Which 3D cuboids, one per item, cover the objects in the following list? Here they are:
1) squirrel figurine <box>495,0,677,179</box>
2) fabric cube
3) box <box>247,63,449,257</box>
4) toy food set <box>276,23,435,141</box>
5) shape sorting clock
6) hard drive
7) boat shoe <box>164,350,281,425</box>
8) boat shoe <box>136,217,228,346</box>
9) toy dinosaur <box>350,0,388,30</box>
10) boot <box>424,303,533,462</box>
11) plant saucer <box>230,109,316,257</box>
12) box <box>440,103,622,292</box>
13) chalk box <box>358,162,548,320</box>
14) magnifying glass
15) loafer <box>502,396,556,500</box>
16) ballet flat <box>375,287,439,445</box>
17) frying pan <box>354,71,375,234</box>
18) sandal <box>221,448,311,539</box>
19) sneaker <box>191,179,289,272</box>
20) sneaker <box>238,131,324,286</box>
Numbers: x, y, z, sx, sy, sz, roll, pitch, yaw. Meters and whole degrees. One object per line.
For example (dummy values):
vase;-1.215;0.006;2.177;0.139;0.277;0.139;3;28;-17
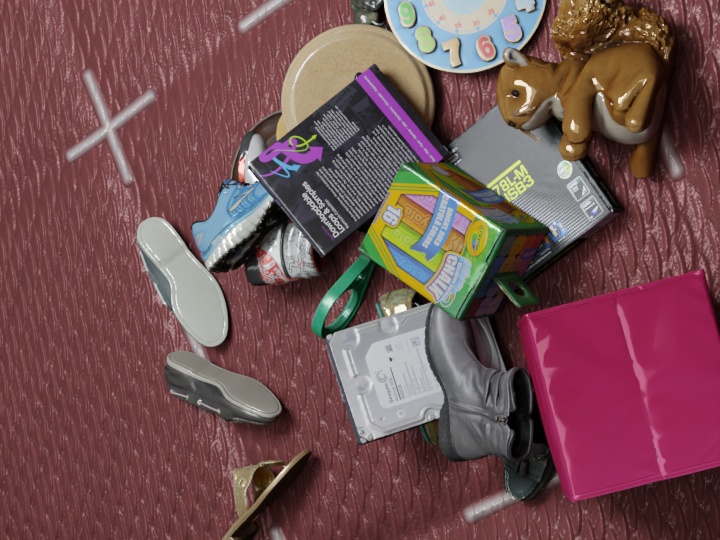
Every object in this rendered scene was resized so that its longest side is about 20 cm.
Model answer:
squirrel figurine;0.254;-0.223;1.585;0.186;0.142;0.201;13;80;20
fabric cube;0.291;0.124;1.510;0.199;0.196;0.200;-14;83;4
box;-0.015;-0.131;1.672;0.200;0.036;0.143;-39;88;-12
toy food set;-0.001;-0.206;1.744;0.197;0.049;0.201;10;99;2
shape sorting clock;0.126;-0.339;1.688;0.199;0.039;0.201;-1;85;13
hard drive;0.071;0.116;1.689;0.199;0.038;0.140;-16;81;-10
boat shoe;-0.186;0.170;1.889;0.200;0.067;0.057;25;119;31
boat shoe;-0.246;0.021;1.928;0.200;0.073;0.062;57;158;8
toy dinosaur;0.018;-0.352;1.769;0.088;0.047;0.201;-20;78;35
boot;0.145;0.121;1.605;0.132;0.070;0.201;-17;81;54
plant saucer;-0.081;-0.112;1.835;0.200;0.034;0.201;0;91;30
box;0.183;-0.091;1.681;0.200;0.047;0.193;-38;75;24
chalk box;0.125;-0.025;1.619;0.200;0.125;0.124;35;109;24
magnifying glass;0.000;0.000;1.777;0.022;0.080;0.200;36;97;23
loafer;0.209;0.183;1.663;0.072;0.063;0.201;24;103;26
ballet flat;0.080;0.115;1.737;0.071;0.071;0.201;-25;79;27
frying pan;-0.001;-0.133;1.714;0.115;0.031;0.190;-30;84;2
sandal;-0.151;0.296;1.860;0.070;0.078;0.212;41;115;16
sneaker;-0.137;-0.091;1.732;0.200;0.078;0.090;-42;71;10
sneaker;-0.094;-0.083;1.792;0.108;0.067;0.202;-6;83;18
